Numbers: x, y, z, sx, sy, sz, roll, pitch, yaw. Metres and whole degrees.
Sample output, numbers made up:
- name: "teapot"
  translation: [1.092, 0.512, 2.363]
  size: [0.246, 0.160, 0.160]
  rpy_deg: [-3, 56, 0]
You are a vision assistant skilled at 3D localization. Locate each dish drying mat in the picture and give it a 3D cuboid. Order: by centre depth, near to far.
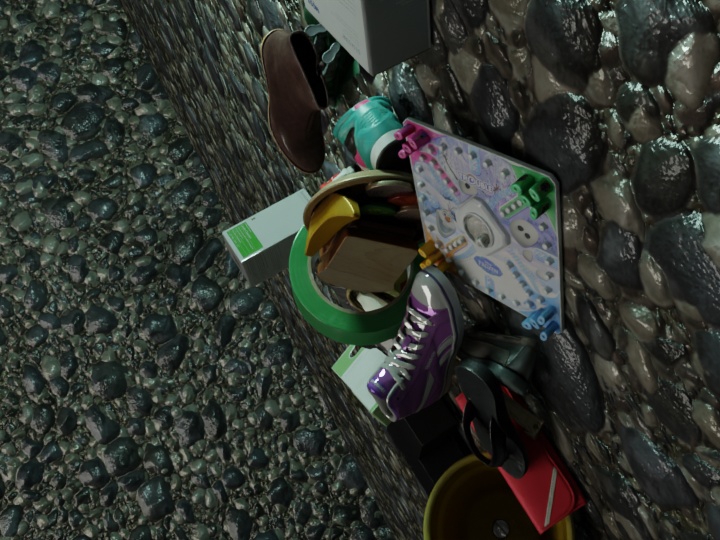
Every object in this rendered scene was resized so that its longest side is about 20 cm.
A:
- name: "dish drying mat"
  translation: [0.205, 0.230, 0.976]
  size: [0.202, 0.076, 0.018]
  rpy_deg: [58, -165, 21]

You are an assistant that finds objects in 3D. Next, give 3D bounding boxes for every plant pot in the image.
- name: "plant pot"
  translation: [0.195, 0.364, 1.052]
  size: [0.203, 0.199, 0.189]
  rpy_deg: [57, 180, 22]

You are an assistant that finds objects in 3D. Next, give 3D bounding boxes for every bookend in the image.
- name: "bookend"
  translation: [0.138, 0.312, 1.340]
  size: [0.200, 0.091, 0.201]
  rpy_deg: [55, 163, 25]

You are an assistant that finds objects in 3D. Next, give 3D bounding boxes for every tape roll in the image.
- name: "tape roll"
  translation: [0.000, 0.000, 1.043]
  size: [0.202, 0.198, 0.048]
  rpy_deg: [57, 165, 22]

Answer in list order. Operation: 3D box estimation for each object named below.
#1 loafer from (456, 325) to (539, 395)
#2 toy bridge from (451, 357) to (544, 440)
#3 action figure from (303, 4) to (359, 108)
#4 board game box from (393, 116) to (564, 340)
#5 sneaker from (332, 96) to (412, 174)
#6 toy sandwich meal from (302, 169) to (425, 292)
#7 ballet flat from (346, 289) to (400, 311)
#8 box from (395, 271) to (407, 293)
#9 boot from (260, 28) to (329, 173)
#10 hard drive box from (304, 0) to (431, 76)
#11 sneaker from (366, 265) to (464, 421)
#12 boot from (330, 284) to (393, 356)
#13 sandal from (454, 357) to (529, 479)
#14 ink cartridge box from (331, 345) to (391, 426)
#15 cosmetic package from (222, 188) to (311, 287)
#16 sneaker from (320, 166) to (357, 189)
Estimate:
- name: "loafer"
  translation: [0.167, 0.100, 0.941]
  size: [0.071, 0.064, 0.200]
  rpy_deg: [33, 178, -15]
- name: "toy bridge"
  translation: [0.144, 0.143, 0.958]
  size: [0.198, 0.027, 0.067]
  rpy_deg: [35, 174, 21]
- name: "action figure"
  translation: [-0.053, -0.275, 1.049]
  size: [0.119, 0.054, 0.200]
  rpy_deg: [59, 170, 6]
- name: "board game box"
  translation: [0.122, -0.041, 0.782]
  size: [0.199, 0.026, 0.203]
  rpy_deg: [33, 149, 41]
- name: "sneaker"
  translation: [0.019, -0.146, 0.949]
  size: [0.122, 0.082, 0.201]
  rpy_deg: [61, 171, 24]
- name: "toy sandwich meal"
  translation: [0.017, -0.045, 0.919]
  size: [0.206, 0.200, 0.072]
  rpy_deg: [92, 176, -64]
- name: "ballet flat"
  translation: [0.062, 0.075, 1.075]
  size: [0.198, 0.070, 0.063]
  rpy_deg: [31, -157, 9]
- name: "box"
  translation: [0.049, 0.013, 1.202]
  size: [0.075, 0.049, 0.202]
  rpy_deg: [50, 161, 40]
- name: "boot"
  translation: [-0.077, -0.213, 0.986]
  size: [0.166, 0.071, 0.204]
  rpy_deg: [37, 148, 65]
- name: "hard drive box"
  translation: [-0.006, -0.321, 0.724]
  size: [0.157, 0.076, 0.202]
  rpy_deg: [53, 163, 36]
- name: "sneaker"
  translation: [0.060, 0.098, 0.891]
  size: [0.072, 0.113, 0.204]
  rpy_deg: [33, 136, 41]
- name: "boot"
  translation: [0.040, 0.068, 1.151]
  size: [0.197, 0.070, 0.134]
  rpy_deg: [8, 132, 33]
- name: "sandal"
  translation: [0.148, 0.188, 0.907]
  size: [0.075, 0.048, 0.203]
  rpy_deg: [21, 145, 48]
- name: "ink cartridge box"
  translation: [0.040, 0.164, 1.311]
  size: [0.048, 0.146, 0.200]
  rpy_deg: [42, 176, -24]
- name: "cosmetic package"
  translation: [-0.169, -0.068, 1.550]
  size: [0.108, 0.198, 0.086]
  rpy_deg: [47, 162, 38]
- name: "sneaker"
  translation: [-0.038, -0.097, 1.247]
  size: [0.078, 0.084, 0.201]
  rpy_deg: [56, 165, 25]
